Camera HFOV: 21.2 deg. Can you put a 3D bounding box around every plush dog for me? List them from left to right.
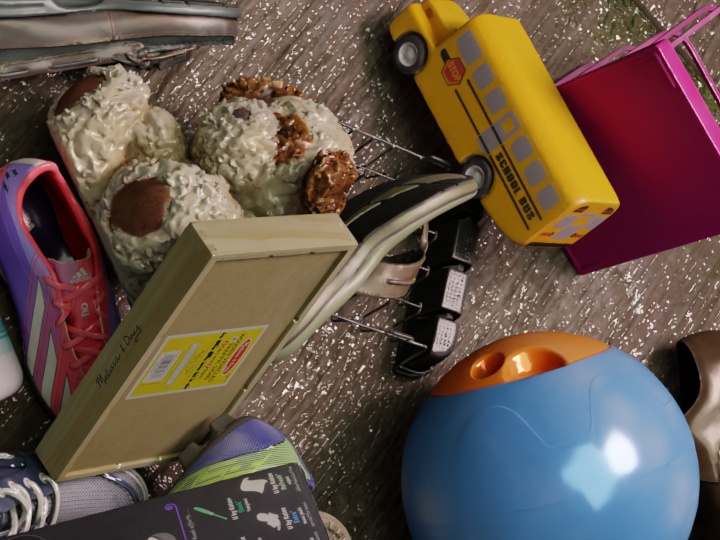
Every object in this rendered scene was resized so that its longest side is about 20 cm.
[{"bbox_3d":[-0.083,-0.049,1.217,0.171,0.200,0.161,-25,128,-9],"label":"plush dog"}]

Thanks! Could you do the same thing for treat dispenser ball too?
[{"bbox_3d":[0.127,0.141,1.298,0.200,0.201,0.202,6,78,-28],"label":"treat dispenser ball"}]

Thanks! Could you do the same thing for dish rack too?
[{"bbox_3d":[-0.008,-0.027,1.340,0.199,0.055,0.154,21,70,-23],"label":"dish rack"}]

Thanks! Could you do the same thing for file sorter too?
[{"bbox_3d":[0.223,-0.103,1.398,0.125,0.200,0.139,-36,99,-32],"label":"file sorter"}]

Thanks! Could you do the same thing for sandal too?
[{"bbox_3d":[-0.001,0.000,1.274,0.201,0.080,0.057,-42,117,-20],"label":"sandal"}]

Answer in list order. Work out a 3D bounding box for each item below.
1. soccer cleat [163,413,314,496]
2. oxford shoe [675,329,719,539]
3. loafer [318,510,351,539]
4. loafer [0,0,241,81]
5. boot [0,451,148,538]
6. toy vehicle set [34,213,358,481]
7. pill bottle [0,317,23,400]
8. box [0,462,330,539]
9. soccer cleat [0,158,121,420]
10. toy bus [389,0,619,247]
[{"bbox_3d":[-0.110,0.181,1.201,0.084,0.065,0.200,39,85,21],"label":"soccer cleat"},{"bbox_3d":[0.261,0.145,1.457,0.084,0.073,0.201,3,77,-12],"label":"oxford shoe"},{"bbox_3d":[-0.086,0.234,1.243,0.200,0.068,0.076,-44,111,-11],"label":"loafer"},{"bbox_3d":[-0.176,-0.150,1.268,0.199,0.072,0.063,-1,99,-22],"label":"loafer"},{"bbox_3d":[-0.213,0.148,1.165,0.199,0.090,0.073,2,95,-26],"label":"boot"},{"bbox_3d":[-0.099,0.047,1.160,0.124,0.200,0.027,-4,49,-50],"label":"toy vehicle set"},{"bbox_3d":[-0.286,-0.001,1.147,0.111,0.111,0.201,-24,93,-30],"label":"pill bottle"},{"bbox_3d":[-0.111,0.210,1.122,0.199,0.106,0.123,-13,125,-10],"label":"box"},{"bbox_3d":[-0.183,0.024,1.220,0.068,0.073,0.201,-24,94,-31],"label":"soccer cleat"},{"bbox_3d":[0.098,-0.110,1.360,0.065,0.078,0.200,0,58,-51],"label":"toy bus"}]
